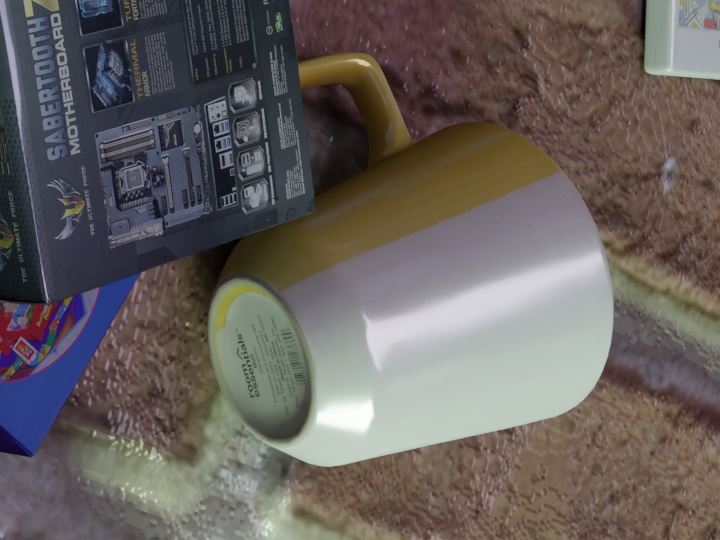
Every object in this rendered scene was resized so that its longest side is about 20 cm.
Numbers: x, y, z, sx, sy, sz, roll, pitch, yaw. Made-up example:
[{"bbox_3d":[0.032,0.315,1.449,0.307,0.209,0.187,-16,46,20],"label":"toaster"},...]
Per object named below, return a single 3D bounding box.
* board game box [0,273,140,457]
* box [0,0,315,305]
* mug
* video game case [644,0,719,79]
[{"bbox_3d":[-0.143,-0.043,0.995,0.134,0.045,0.200,49,59,-37],"label":"board game box"},{"bbox_3d":[-0.099,-0.101,0.967,0.158,0.051,0.200,-22,109,-44],"label":"box"},{"bbox_3d":[0.001,0.009,1.115,0.153,0.187,0.150,-20,140,-35],"label":"mug"},{"bbox_3d":[0.233,-0.212,1.401,0.182,0.023,0.200,-1,94,-47],"label":"video game case"}]
